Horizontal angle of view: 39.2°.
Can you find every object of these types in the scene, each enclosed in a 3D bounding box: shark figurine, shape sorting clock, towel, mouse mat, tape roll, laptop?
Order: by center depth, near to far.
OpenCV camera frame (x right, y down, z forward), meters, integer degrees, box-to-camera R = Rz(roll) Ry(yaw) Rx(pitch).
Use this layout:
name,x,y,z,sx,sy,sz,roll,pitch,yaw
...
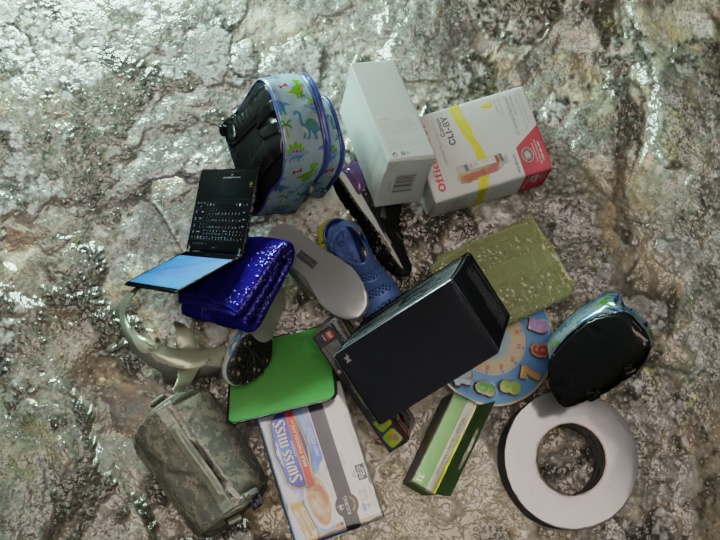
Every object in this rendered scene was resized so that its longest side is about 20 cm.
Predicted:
name,x,y,z,sx,sy,sz,roll,pitch,yaw
mouse mat,-0.115,0.147,1.458,0.159,0.201,0.008,-14,119,2
towel,-0.188,0.010,1.484,0.049,0.199,0.149,36,74,-35
laptop,-0.248,-0.063,1.485,0.102,0.176,0.203,13,85,-37
shark figurine,-0.295,0.126,1.491,0.213,0.090,0.129,26,49,6
tape roll,0.305,0.281,1.496,0.197,0.066,0.203,0,76,-2
towel,0.218,0.012,1.545,0.198,0.037,0.149,-25,75,-16
shape sorting clock,0.202,0.107,1.547,0.197,0.039,0.203,0,77,-2

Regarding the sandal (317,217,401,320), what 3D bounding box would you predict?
name,x,y,z,sx,sy,sz,roll,pitch,yaw
sandal,0.000,0.000,1.541,0.079,0.087,0.201,-35,82,-12

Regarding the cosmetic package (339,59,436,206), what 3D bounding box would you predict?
name,x,y,z,sx,sy,sz,roll,pitch,yaw
cosmetic package,0.037,-0.212,1.548,0.080,0.113,0.202,-7,60,-18

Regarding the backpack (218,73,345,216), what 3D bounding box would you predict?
name,x,y,z,sx,sy,sz,roll,pitch,yaw
backpack,-0.109,-0.197,1.525,0.145,0.200,0.185,-10,74,-25

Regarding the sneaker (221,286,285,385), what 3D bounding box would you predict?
name,x,y,z,sx,sy,sz,roll,pitch,yaw
sneaker,-0.166,0.094,1.489,0.072,0.072,0.201,-13,36,26

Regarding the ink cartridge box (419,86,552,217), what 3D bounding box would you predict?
name,x,y,z,sx,sy,sz,roll,pitch,yaw
ink cartridge box,0.181,-0.185,1.594,0.198,0.083,0.147,-17,78,-7

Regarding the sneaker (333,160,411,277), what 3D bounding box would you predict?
name,x,y,z,sx,sy,sz,roll,pitch,yaw
sneaker,0.040,-0.089,1.572,0.087,0.076,0.201,-28,79,-14

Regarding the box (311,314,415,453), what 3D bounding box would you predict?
name,x,y,z,sx,sy,sz,roll,pitch,yaw
box,0.007,0.158,1.469,0.035,0.110,0.201,-33,92,12

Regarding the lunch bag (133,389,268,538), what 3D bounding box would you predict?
name,x,y,z,sx,sy,sz,roll,pitch,yaw
lunch bag,-0.224,0.271,1.423,0.139,0.168,0.201,-35,81,-10

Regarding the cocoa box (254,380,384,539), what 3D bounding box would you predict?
name,x,y,z,sx,sy,sz,roll,pitch,yaw
cocoa box,-0.061,0.279,1.445,0.130,0.133,0.202,-17,78,-7

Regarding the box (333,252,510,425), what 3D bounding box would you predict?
name,x,y,z,sx,sy,sz,roll,pitch,yaw
box,0.091,0.092,1.408,0.199,0.198,0.124,-34,92,17

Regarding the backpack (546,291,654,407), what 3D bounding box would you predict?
name,x,y,z,sx,sy,sz,roll,pitch,yaw
backpack,0.354,0.107,1.476,0.163,0.199,0.155,-42,66,23

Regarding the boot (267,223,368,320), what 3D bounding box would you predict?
name,x,y,z,sx,sy,sz,roll,pitch,yaw
boot,-0.054,0.009,1.516,0.074,0.096,0.200,-46,67,-2

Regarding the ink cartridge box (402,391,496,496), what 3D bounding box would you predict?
name,x,y,z,sx,sy,sz,roll,pitch,yaw
ink cartridge box,0.121,0.245,1.427,0.048,0.200,0.147,27,77,2
